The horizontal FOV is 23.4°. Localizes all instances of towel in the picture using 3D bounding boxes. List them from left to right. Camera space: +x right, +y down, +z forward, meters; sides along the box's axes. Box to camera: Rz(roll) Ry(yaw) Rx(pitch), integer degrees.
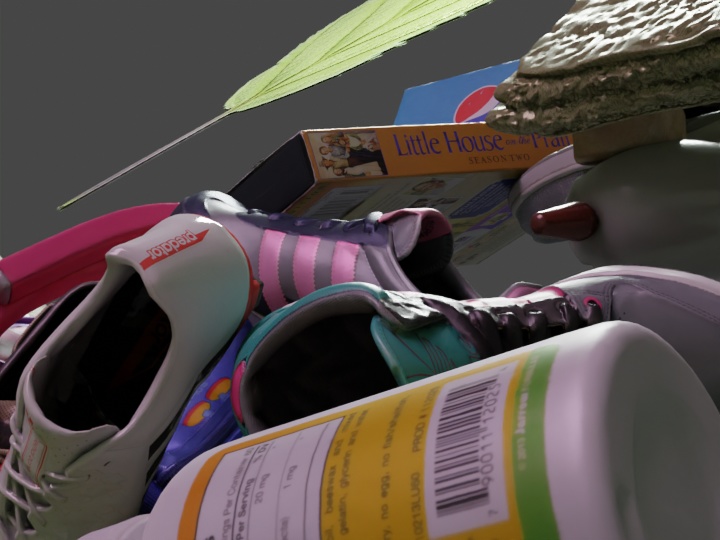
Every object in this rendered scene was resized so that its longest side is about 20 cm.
[{"bbox_3d":[0.153,-0.110,0.688,0.199,0.037,0.148,-11,30,49],"label":"towel"}]

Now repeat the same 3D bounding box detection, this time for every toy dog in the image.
[{"bbox_3d":[0.149,-0.027,0.692,0.200,0.133,0.096,-28,-12,38],"label":"toy dog"}]

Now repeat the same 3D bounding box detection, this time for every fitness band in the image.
[{"bbox_3d":[-0.112,0.036,0.895,0.199,0.144,0.038,-26,-29,-34],"label":"fitness band"}]

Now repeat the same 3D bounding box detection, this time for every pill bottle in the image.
[{"bbox_3d":[0.006,0.094,0.505,0.199,0.112,0.111,-20,15,29],"label":"pill bottle"}]

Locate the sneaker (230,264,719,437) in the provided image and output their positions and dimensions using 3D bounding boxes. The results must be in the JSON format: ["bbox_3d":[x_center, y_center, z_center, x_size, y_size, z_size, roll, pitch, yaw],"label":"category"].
[{"bbox_3d":[0.042,0.038,0.604,0.199,0.084,0.121,-5,7,13],"label":"sneaker"}]

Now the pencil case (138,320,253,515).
[{"bbox_3d":[-0.059,0.069,0.786,0.200,0.078,0.087,-46,-11,-51],"label":"pencil case"}]

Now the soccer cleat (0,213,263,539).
[{"bbox_3d":[-0.106,0.066,0.653,0.201,0.068,0.085,-59,-17,18],"label":"soccer cleat"}]

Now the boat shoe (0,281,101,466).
[{"bbox_3d":[-0.155,0.084,0.771,0.074,0.074,0.201,13,50,8],"label":"boat shoe"}]

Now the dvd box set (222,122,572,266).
[{"bbox_3d":[0.019,-0.033,0.884,0.199,0.030,0.146,-6,-18,-35],"label":"dvd box set"}]

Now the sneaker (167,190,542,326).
[{"bbox_3d":[0.000,0.000,0.741,0.200,0.082,0.070,33,16,31],"label":"sneaker"}]

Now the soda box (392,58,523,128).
[{"bbox_3d":[0.112,-0.077,0.965,0.199,0.064,0.068,-10,46,36],"label":"soda box"}]

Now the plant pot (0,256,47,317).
[{"bbox_3d":[-0.290,0.045,1.130,0.199,0.174,0.200,-26,12,6],"label":"plant pot"}]

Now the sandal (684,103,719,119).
[{"bbox_3d":[0.192,-0.090,0.814,0.199,0.048,0.075,0,-11,10],"label":"sandal"}]

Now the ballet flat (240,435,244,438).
[{"bbox_3d":[-0.052,0.121,0.660,0.063,0.069,0.200,23,48,36],"label":"ballet flat"}]

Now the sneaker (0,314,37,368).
[{"bbox_3d":[-0.153,0.062,0.930,0.088,0.081,0.199,8,11,44],"label":"sneaker"}]

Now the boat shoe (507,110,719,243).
[{"bbox_3d":[0.148,-0.032,0.800,0.074,0.065,0.201,-1,-7,-44],"label":"boat shoe"}]
